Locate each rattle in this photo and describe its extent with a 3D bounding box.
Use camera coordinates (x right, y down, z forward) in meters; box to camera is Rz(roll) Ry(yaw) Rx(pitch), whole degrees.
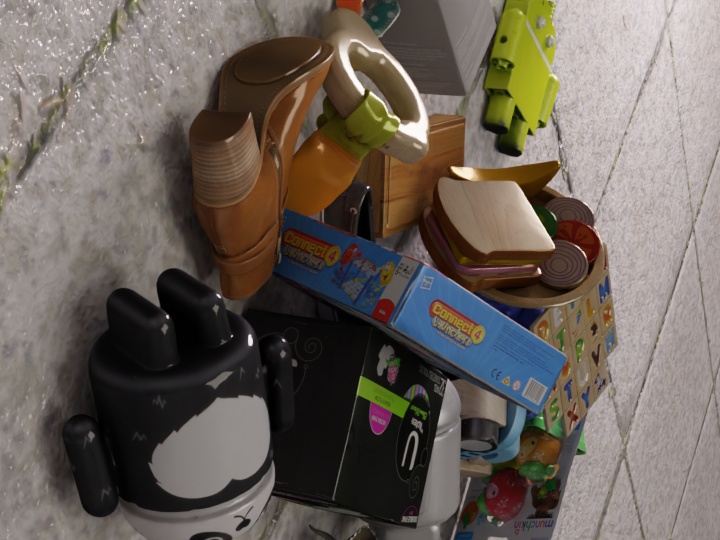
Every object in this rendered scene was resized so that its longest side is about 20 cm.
[{"bbox_3d":[-0.022,-0.158,1.284,0.129,0.143,0.201,6,49,-34],"label":"rattle"}]

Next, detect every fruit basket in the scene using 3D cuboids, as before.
[{"bbox_3d":[0.181,0.234,1.701,0.094,0.185,0.201,36,64,-23],"label":"fruit basket"}]

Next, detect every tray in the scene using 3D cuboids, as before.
[{"bbox_3d":[0.054,-0.098,1.466,0.200,0.037,0.099,-24,119,-62],"label":"tray"}]

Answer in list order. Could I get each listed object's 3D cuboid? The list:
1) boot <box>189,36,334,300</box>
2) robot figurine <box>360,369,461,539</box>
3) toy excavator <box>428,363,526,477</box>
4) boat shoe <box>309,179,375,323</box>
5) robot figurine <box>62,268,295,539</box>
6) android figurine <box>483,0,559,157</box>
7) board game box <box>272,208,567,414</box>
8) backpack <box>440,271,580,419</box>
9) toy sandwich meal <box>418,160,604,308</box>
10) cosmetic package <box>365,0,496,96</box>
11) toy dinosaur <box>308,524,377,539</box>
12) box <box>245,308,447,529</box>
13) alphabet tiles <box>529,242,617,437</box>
[{"bbox_3d":[-0.077,-0.087,1.166,0.200,0.073,0.156,-52,146,-43],"label":"boot"},{"bbox_3d":[0.043,0.176,1.429,0.170,0.112,0.202,-130,-143,-68],"label":"robot figurine"},{"bbox_3d":[0.127,0.178,1.586,0.199,0.194,0.101,27,57,-38],"label":"toy excavator"},{"bbox_3d":[0.000,0.000,1.343,0.070,0.066,0.201,-50,140,-48],"label":"boat shoe"},{"bbox_3d":[-0.125,0.104,1.038,0.125,0.149,0.201,-85,170,-64],"label":"robot figurine"},{"bbox_3d":[0.194,-0.243,1.719,0.182,0.041,0.201,48,56,-58],"label":"android figurine"},{"bbox_3d":[0.041,0.033,1.217,0.200,0.195,0.056,32,84,-41],"label":"board game box"},{"bbox_3d":[0.173,0.071,1.618,0.163,0.167,0.201,-51,144,-30],"label":"backpack"},{"bbox_3d":[0.155,-0.045,1.450,0.206,0.204,0.071,-56,168,-43],"label":"toy sandwich meal"},{"bbox_3d":[0.060,-0.273,1.376,0.107,0.090,0.201,-64,146,-34],"label":"cosmetic package"},{"bbox_3d":[0.047,0.293,1.357,0.077,0.198,0.103,113,-14,-59],"label":"toy dinosaur"},{"bbox_3d":[-0.023,0.133,1.268,0.200,0.123,0.150,36,64,-63],"label":"box"},{"bbox_3d":[0.230,0.069,1.539,0.166,0.006,0.201,-42,131,-40],"label":"alphabet tiles"}]
